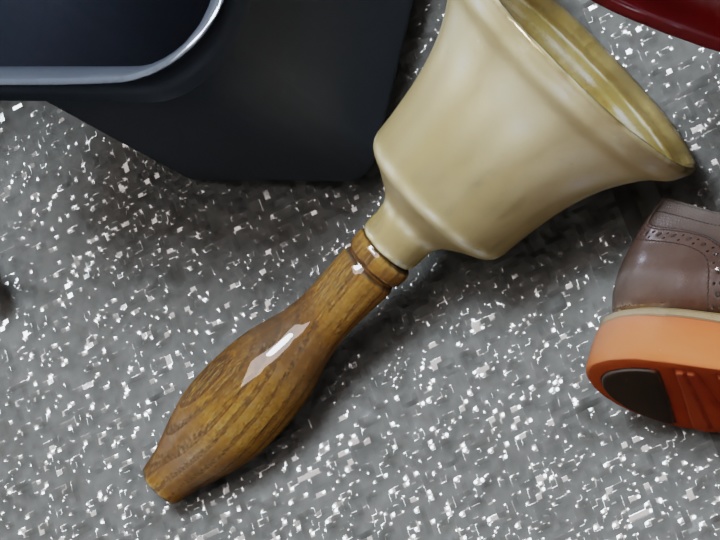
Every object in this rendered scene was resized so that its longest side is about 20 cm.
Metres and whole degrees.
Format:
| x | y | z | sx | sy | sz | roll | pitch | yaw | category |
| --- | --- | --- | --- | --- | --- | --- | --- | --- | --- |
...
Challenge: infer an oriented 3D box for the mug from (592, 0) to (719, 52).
| x | y | z | sx | sy | sz | roll | pitch | yaw | category |
| --- | --- | --- | --- | --- | --- | --- | --- | --- | --- |
| 0.155 | -0.106 | 0.852 | 0.177 | 0.200 | 0.134 | 24 | 80 | 30 | mug |

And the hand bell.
| x | y | z | sx | sy | sz | roll | pitch | yaw | category |
| --- | --- | --- | --- | --- | --- | --- | --- | --- | --- |
| 0.000 | 0.000 | 0.954 | 0.200 | 0.104 | 0.104 | -45 | 58 | 14 | hand bell |

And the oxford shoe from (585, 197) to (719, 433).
| x | y | z | sx | sy | sz | roll | pitch | yaw | category |
| --- | --- | --- | --- | --- | --- | --- | --- | --- | --- |
| 0.165 | 0.010 | 0.876 | 0.199 | 0.071 | 0.073 | 6 | 66 | 26 | oxford shoe |

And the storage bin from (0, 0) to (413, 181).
| x | y | z | sx | sy | sz | roll | pitch | yaw | category |
| --- | --- | --- | --- | --- | --- | --- | --- | --- | --- |
| -0.052 | -0.124 | 0.985 | 0.145 | 0.134 | 0.201 | 1 | 68 | 33 | storage bin |
